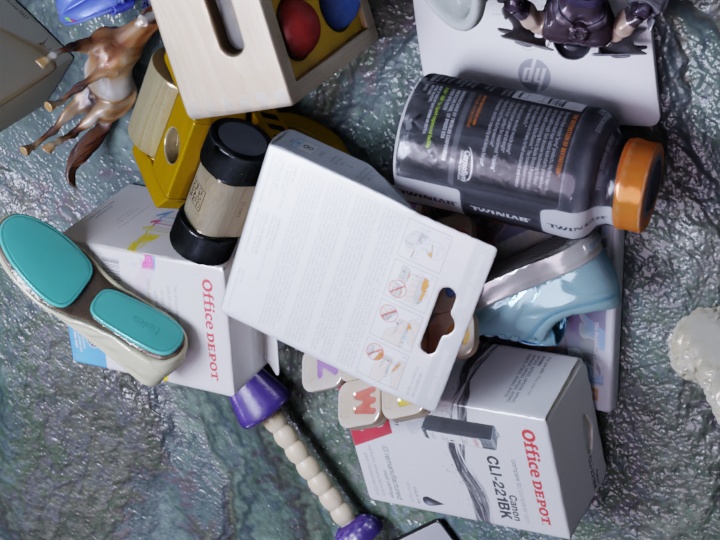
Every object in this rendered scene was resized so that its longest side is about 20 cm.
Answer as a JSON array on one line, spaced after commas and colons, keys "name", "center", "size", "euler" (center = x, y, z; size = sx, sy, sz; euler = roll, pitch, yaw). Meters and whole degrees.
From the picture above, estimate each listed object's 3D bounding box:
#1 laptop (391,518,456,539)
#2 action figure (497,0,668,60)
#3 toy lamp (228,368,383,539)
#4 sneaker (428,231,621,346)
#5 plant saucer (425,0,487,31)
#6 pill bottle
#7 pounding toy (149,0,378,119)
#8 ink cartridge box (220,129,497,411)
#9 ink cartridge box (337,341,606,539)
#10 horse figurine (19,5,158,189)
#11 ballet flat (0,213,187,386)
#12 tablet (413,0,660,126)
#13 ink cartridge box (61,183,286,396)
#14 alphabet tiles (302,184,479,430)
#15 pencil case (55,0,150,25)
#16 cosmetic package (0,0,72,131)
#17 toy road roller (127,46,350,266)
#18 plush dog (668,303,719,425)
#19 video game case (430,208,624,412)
[{"name": "laptop", "center": [0.046, 0.371, 1.777], "size": [0.187, 0.116, 0.200], "euler": [-32, 98, 37]}, {"name": "action figure", "center": [0.168, -0.215, 1.382], "size": [0.129, 0.070, 0.200], "euler": [-4, 154, -6]}, {"name": "toy lamp", "center": [-0.057, 0.174, 1.767], "size": [0.058, 0.058, 0.200], "euler": [-29, 99, 37]}, {"name": "sneaker", "center": [0.124, 0.036, 1.551], "size": [0.199, 0.074, 0.082], "euler": [-23, 101, 38]}, {"name": "plant saucer", "center": [0.060, -0.281, 1.415], "size": [0.201, 0.050, 0.200], "euler": [61, 169, 20]}, {"name": "pill bottle", "center": [0.134, -0.085, 1.478], "size": [0.199, 0.106, 0.107], "euler": [14, 121, 18]}, {"name": "pounding toy", "center": [-0.075, -0.239, 1.472], "size": [0.142, 0.184, 0.201], "euler": [-5, 113, 31]}, {"name": "ink cartridge box", "center": [0.000, 0.000, 1.504], "size": [0.199, 0.047, 0.161], "euler": [25, 118, 10]}, {"name": "ink cartridge box", "center": [0.097, 0.138, 1.622], "size": [0.199, 0.084, 0.145], "euler": [7, 132, 28]}, {"name": "horse figurine", "center": [-0.232, -0.159, 1.655], "size": [0.050, 0.132, 0.200], "euler": [44, 147, 15]}, {"name": "ballet flat", "center": [-0.238, 0.030, 1.632], "size": [0.200, 0.069, 0.070], "euler": [38, 127, 6]}, {"name": "tablet", "center": [0.137, -0.177, 1.495], "size": [0.199, 0.014, 0.131], "euler": [4, 117, 28]}, {"name": "ink cartridge box", "center": [-0.150, 0.017, 1.690], "size": [0.199, 0.125, 0.129], "euler": [11, 120, 24]}, {"name": "alphabet tiles", "center": [0.019, 0.029, 1.572], "size": [0.195, 0.015, 0.201], "euler": [-15, 69, 41]}, {"name": "pencil case", "center": [-0.241, -0.305, 1.597], "size": [0.087, 0.078, 0.201], "euler": [7, 120, 45]}, {"name": "cosmetic package", "center": [-0.356, -0.165, 1.662], "size": [0.103, 0.200, 0.073], "euler": [43, 128, 1]}, {"name": "toy road roller", "center": [-0.101, -0.101, 1.623], "size": [0.200, 0.145, 0.123], "euler": [59, 137, 38]}, {"name": "plush dog", "center": [0.347, 0.119, 1.470], "size": [0.199, 0.161, 0.172], "euler": [-15, 134, 36]}, {"name": "video game case", "center": [0.132, 0.013, 1.594], "size": [0.181, 0.023, 0.201], "euler": [11, 120, 24]}]
